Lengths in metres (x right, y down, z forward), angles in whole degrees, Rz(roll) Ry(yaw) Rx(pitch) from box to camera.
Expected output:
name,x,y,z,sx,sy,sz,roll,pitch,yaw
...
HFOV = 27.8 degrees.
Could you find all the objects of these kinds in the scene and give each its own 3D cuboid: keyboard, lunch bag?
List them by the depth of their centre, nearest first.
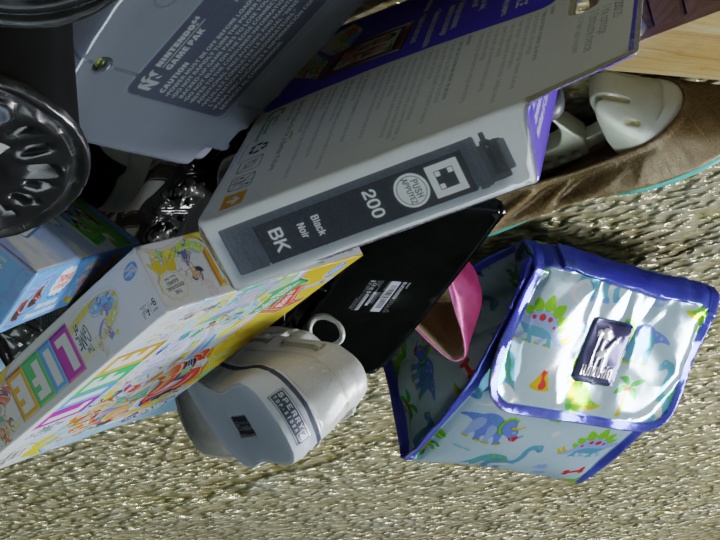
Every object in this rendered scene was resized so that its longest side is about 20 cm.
name,x,y,z,sx,sy,sz,roll,pitch,yaw
keyboard,0.000,0.000,0.871,0.104,0.040,0.200,4,146,-24
lunch bag,0.138,0.060,1.054,0.170,0.128,0.200,12,136,-29

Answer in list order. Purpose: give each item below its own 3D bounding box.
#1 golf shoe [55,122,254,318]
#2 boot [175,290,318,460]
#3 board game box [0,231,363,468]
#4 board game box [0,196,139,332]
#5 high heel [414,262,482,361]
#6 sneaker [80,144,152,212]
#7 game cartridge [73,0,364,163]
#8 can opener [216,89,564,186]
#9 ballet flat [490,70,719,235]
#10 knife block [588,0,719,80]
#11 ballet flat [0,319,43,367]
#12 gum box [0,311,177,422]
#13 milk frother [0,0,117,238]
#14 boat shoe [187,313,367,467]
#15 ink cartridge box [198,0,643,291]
name,x,y,z,sx,sy,sz,roll,pitch,yaw
golf shoe,-0.125,-0.035,0.841,0.078,0.095,0.200,9,126,-52
boot,-0.058,0.063,1.021,0.182,0.073,0.200,-9,142,8
board game box,-0.109,0.036,0.744,0.134,0.034,0.200,-17,165,-47
board game box,-0.187,-0.039,0.656,0.037,0.151,0.200,-53,-179,6
high heel,0.015,-0.014,0.887,0.067,0.096,0.200,-17,153,20
sneaker,-0.150,-0.106,0.701,0.112,0.073,0.200,5,144,-16
game cartridge,-0.049,-0.129,0.609,0.200,0.041,0.133,-45,159,20
can opener,0.020,-0.063,0.785,0.200,0.067,0.053,-18,149,-2
ballet flat,0.127,-0.077,0.843,0.200,0.068,0.072,-16,134,27
knife block,0.236,-0.130,0.743,0.200,0.064,0.176,-19,151,23
ballet flat,-0.206,0.031,0.913,0.057,0.066,0.200,-29,140,-15
gum box,-0.243,0.078,1.070,0.200,0.045,0.170,-15,153,17
milk frother,-0.138,-0.138,0.493,0.200,0.188,0.180,-19,152,21
boat shoe,-0.043,0.062,0.847,0.086,0.075,0.202,-32,-175,-19
ink cartridge box,0.042,-0.085,0.656,0.200,0.198,0.043,-20,115,24
